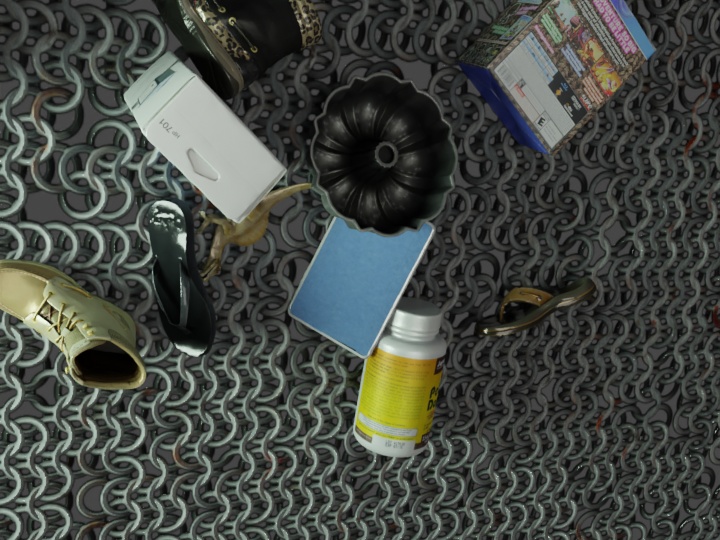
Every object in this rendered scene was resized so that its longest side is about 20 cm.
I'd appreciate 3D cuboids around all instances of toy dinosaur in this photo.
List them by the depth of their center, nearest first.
[{"bbox_3d":[-0.143,-0.078,1.182,0.199,0.058,0.101,-40,133,-3],"label":"toy dinosaur"}]

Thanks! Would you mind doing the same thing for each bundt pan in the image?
[{"bbox_3d":[0.019,-0.140,1.178,0.199,0.076,0.205,1,87,-22],"label":"bundt pan"}]

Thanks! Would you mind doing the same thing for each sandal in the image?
[{"bbox_3d":[-0.230,0.014,1.157,0.075,0.043,0.203,-4,106,24],"label":"sandal"},{"bbox_3d":[0.248,0.043,1.351,0.198,0.082,0.055,-22,98,-11],"label":"sandal"}]

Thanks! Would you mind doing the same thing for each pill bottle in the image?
[{"bbox_3d":[0.057,0.144,1.290,0.108,0.109,0.203,3,107,-22],"label":"pill bottle"}]

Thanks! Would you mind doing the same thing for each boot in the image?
[{"bbox_3d":[-0.146,-0.312,1.077,0.150,0.073,0.201,-32,89,-26],"label":"boot"},{"bbox_3d":[-0.342,0.064,1.084,0.199,0.155,0.073,32,95,-27],"label":"boot"}]

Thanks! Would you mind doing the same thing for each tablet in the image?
[{"bbox_3d":[0.000,0.000,1.241,0.129,0.014,0.202,29,96,7],"label":"tablet"}]

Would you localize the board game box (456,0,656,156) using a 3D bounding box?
[{"bbox_3d":[0.255,-0.282,1.231,0.200,0.097,0.160,-45,117,-2],"label":"board game box"}]

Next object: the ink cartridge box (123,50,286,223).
[{"bbox_3d":[-0.178,-0.153,1.050,0.086,0.200,0.147,-45,117,-1],"label":"ink cartridge box"}]
